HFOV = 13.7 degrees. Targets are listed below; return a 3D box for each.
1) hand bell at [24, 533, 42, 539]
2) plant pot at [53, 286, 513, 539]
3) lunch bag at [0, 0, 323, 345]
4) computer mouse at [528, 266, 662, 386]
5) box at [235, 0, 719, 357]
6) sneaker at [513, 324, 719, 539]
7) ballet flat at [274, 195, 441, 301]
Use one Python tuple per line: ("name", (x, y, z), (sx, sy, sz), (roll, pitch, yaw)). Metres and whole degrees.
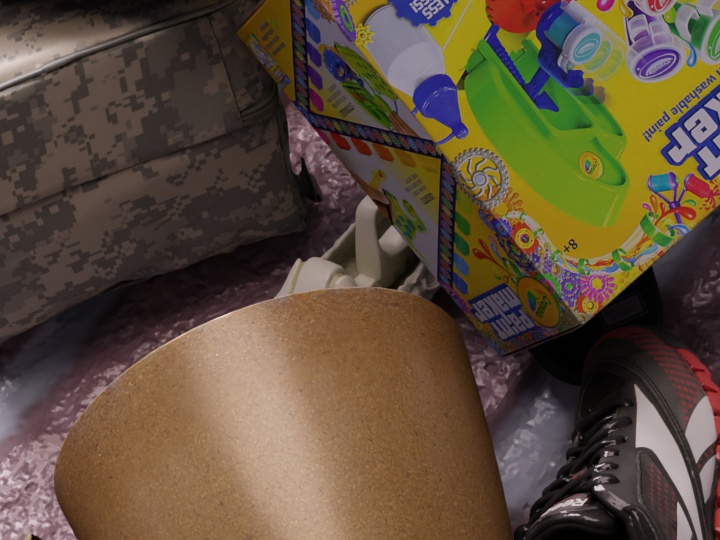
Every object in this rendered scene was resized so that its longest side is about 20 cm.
("hand bell", (-0.179, 0.218, 1.279), (0.200, 0.104, 0.104), (-43, 52, -3))
("plant pot", (-0.006, 0.141, 1.229), (0.186, 0.187, 0.200), (-23, 59, -4))
("lunch bag", (-0.131, -0.060, 1.420), (0.199, 0.168, 0.139), (-20, 33, -4))
("computer mouse", (0.097, -0.050, 1.395), (0.140, 0.046, 0.200), (-28, 84, -17))
("box", (0.090, -0.103, 1.311), (0.200, 0.122, 0.193), (-41, 93, -16))
("sneaker", (0.112, 0.096, 1.264), (0.071, 0.098, 0.201), (-41, 38, 36))
("ballet flat", (0.000, 0.000, 1.402), (0.072, 0.072, 0.200), (25, 63, 31))
